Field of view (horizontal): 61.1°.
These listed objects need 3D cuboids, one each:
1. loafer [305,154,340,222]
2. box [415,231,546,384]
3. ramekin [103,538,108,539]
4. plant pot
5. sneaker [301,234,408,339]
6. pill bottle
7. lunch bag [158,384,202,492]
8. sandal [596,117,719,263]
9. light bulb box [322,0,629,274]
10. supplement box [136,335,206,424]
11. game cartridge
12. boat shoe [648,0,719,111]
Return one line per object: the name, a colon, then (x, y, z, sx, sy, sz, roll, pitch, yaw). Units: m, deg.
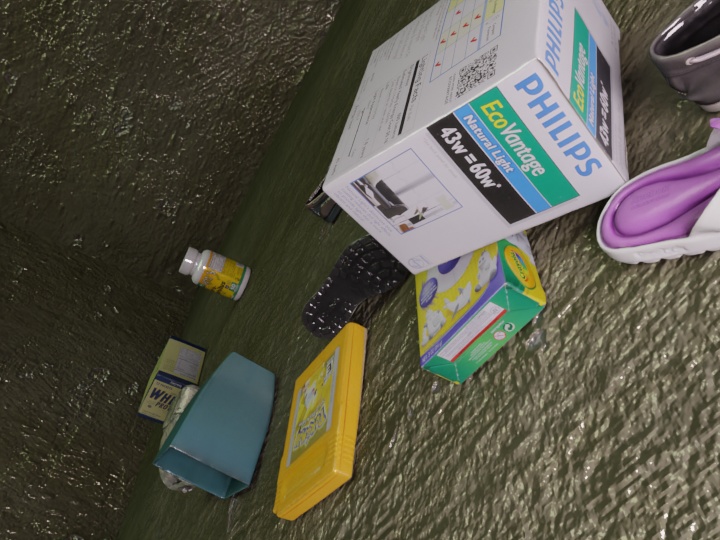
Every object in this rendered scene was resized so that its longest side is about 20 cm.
loafer: (-0.037, -0.188, 1.154, 0.202, 0.062, 0.072, -61, 18, 16)
box: (0.099, -0.012, 0.563, 0.118, 0.048, 0.201, -52, 21, 35)
ramekin: (-0.699, 0.859, 1.682, 0.201, 0.097, 0.201, -54, 21, 33)
plant pot: (-0.234, 0.255, 1.048, 0.141, 0.140, 0.202, -43, 21, 51)
sneaker: (0.000, 0.000, 0.796, 0.200, 0.076, 0.088, -42, 8, 32)
pill bottle: (-0.450, 0.005, 1.881, 0.113, 0.198, 0.113, -53, 21, 32)
lunch bag: (-0.315, 0.332, 1.173, 0.200, 0.138, 0.170, -38, 31, 57)
sandal: (0.198, -0.056, 0.322, 0.202, 0.049, 0.083, -40, 31, 54)
light bulb box: (0.096, -0.134, 0.501, 0.199, 0.125, 0.200, -23, 39, 41)
supplement box: (-0.627, 0.370, 2.039, 0.201, 0.133, 0.201, -57, 19, 26)
game cartridge: (-0.052, 0.191, 0.767, 0.177, 0.032, 0.202, -50, 22, 42)
boat shoe: (0.243, -0.162, 0.314, 0.200, 0.056, 0.068, -45, 27, 50)
